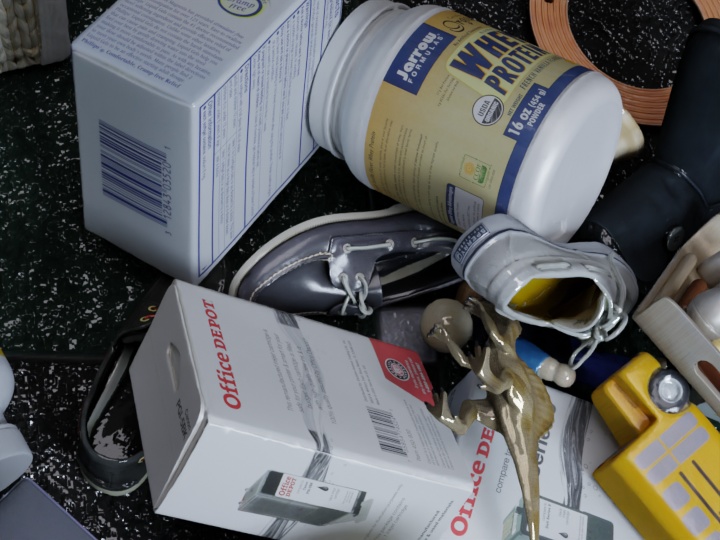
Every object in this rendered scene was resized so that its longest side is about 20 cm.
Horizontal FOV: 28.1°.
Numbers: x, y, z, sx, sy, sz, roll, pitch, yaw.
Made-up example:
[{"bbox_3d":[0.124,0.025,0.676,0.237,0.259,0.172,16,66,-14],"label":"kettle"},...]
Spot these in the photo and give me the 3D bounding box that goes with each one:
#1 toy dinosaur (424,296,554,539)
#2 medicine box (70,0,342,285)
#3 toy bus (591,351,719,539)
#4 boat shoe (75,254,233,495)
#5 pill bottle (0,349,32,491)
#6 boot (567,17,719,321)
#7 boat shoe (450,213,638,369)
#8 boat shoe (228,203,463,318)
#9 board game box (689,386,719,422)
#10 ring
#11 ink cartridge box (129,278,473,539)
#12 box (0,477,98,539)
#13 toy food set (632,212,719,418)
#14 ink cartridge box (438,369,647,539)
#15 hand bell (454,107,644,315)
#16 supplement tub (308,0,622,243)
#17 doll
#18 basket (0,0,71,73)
[{"bbox_3d":[0.096,0.087,0.946,0.101,0.058,0.202,25,45,-37],"label":"toy dinosaur"},{"bbox_3d":[-0.104,-0.128,1.025,0.102,0.183,0.200,26,53,15],"label":"medicine box"},{"bbox_3d":[0.226,0.155,0.968,0.078,0.065,0.200,-37,81,-17],"label":"toy bus"},{"bbox_3d":[-0.140,0.061,1.025,0.073,0.063,0.203,23,62,1],"label":"boat shoe"},{"bbox_3d":[-0.301,0.059,0.958,0.111,0.112,0.201,-27,75,-22],"label":"pill bottle"},{"bbox_3d":[0.233,-0.071,1.102,0.168,0.201,0.076,-37,51,-27],"label":"boot"},{"bbox_3d":[0.148,0.022,0.985,0.075,0.201,0.086,-48,54,16],"label":"boat shoe"},{"bbox_3d":[0.000,0.000,1.070,0.198,0.073,0.063,-17,47,-24],"label":"boat shoe"},{"bbox_3d":[0.357,0.039,1.127,0.146,0.064,0.202,21,76,-3],"label":"board game box"},{"bbox_3d":[0.240,-0.212,1.257,0.198,0.019,0.203,5,66,-10],"label":"ring"},{"bbox_3d":[-0.043,0.102,0.950,0.198,0.083,0.147,18,28,-27],"label":"ink cartridge box"},{"bbox_3d":[-0.167,0.253,0.855,0.200,0.199,0.123,40,64,6],"label":"box"},{"bbox_3d":[0.275,0.043,1.002,0.144,0.060,0.200,48,32,3],"label":"toy food set"},{"bbox_3d":[0.144,0.173,1.025,0.198,0.084,0.147,20,65,-4],"label":"ink cartridge box"},{"bbox_3d":[0.129,-0.046,1.135,0.104,0.104,0.201,34,76,4],"label":"hand bell"},{"bbox_3d":[0.075,-0.107,1.054,0.199,0.145,0.145,27,61,23],"label":"supplement tub"},{"bbox_3d":[0.139,0.062,1.065,0.198,0.137,0.049,19,104,-10],"label":"doll"},{"bbox_3d":[-0.317,-0.262,1.055,0.159,0.200,0.200,-18,71,-14],"label":"basket"}]
